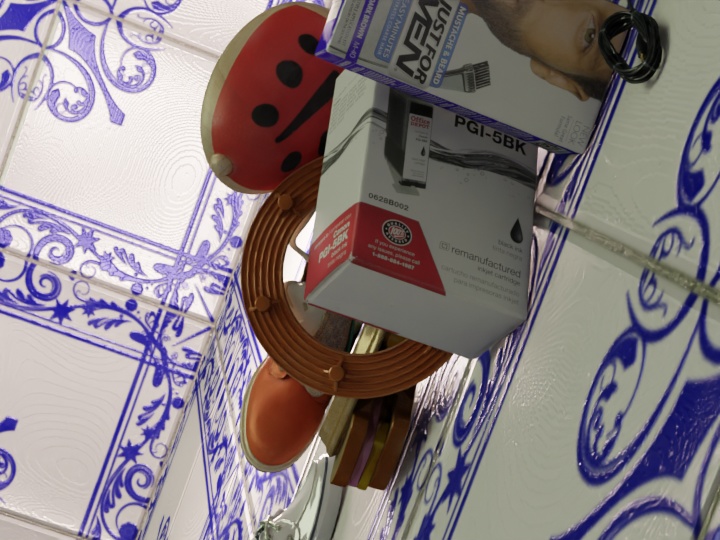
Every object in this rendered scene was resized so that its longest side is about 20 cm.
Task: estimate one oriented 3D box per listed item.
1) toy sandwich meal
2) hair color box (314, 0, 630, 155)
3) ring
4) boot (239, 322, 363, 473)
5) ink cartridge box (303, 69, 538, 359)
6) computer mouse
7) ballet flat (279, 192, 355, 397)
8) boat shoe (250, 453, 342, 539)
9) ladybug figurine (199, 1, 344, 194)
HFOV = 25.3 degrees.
[{"bbox_3d":[0.025,0.085,1.361,0.205,0.070,0.207,23,-90,-89],"label":"toy sandwich meal"},{"bbox_3d":[0.080,-0.167,1.131,0.065,0.198,0.110,-159,90,-78],"label":"hair color box"},{"bbox_3d":[0.000,0.000,1.273,0.019,0.199,0.202,40,-112,-78],"label":"ring"},{"bbox_3d":[-0.047,0.079,1.397,0.107,0.074,0.202,130,165,-76],"label":"boot"},{"bbox_3d":[0.050,-0.057,1.181,0.083,0.146,0.202,-42,35,54],"label":"ink cartridge box"},{"bbox_3d":[0.190,-0.196,1.098,0.058,0.034,0.201,-26,41,33],"label":"computer mouse"},{"bbox_3d":[-0.034,0.001,1.320,0.068,0.067,0.202,4,80,57],"label":"ballet flat"},{"bbox_3d":[-0.073,0.264,1.524,0.074,0.066,0.202,169,120,-78],"label":"boat shoe"},{"bbox_3d":[-0.056,-0.143,1.330,0.071,0.136,0.201,2,44,42],"label":"ladybug figurine"}]
